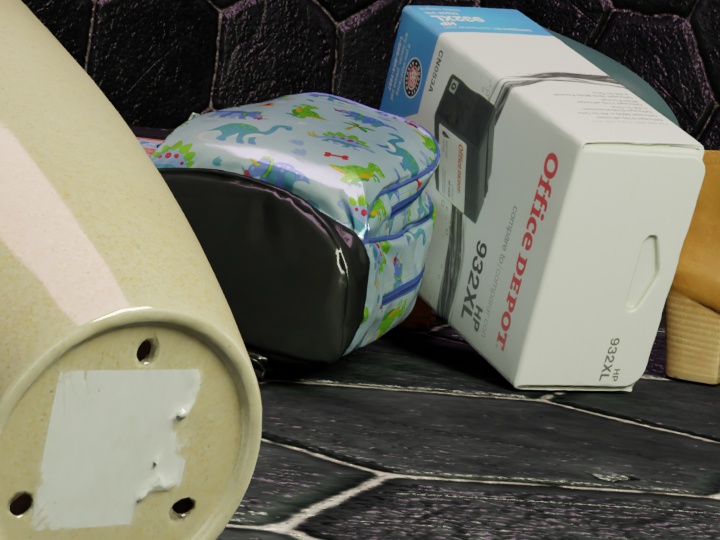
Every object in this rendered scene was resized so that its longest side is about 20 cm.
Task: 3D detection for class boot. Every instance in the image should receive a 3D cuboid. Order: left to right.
[{"bbox_3d":[0.267,0.000,1.468,0.200,0.145,0.071,8,6,16],"label":"boot"}]

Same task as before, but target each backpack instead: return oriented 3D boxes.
[{"bbox_3d":[-0.035,-0.021,1.376,0.163,0.154,0.200,14,0,23],"label":"backpack"}]

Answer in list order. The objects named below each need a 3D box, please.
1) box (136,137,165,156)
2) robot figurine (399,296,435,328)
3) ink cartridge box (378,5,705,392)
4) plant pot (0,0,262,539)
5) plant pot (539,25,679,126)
[{"bbox_3d":[-0.130,-0.024,1.513,0.095,0.100,0.200,7,5,10],"label":"box"},{"bbox_3d":[0.000,0.000,1.627,0.144,0.059,0.200,9,5,0],"label":"robot figurine"},{"bbox_3d":[0.087,-0.043,1.434,0.083,0.146,0.200,1,25,-30],"label":"ink cartridge box"},{"bbox_3d":[-0.121,0.016,0.795,0.187,0.188,0.200,2,20,-36],"label":"plant pot"},{"bbox_3d":[0.175,-0.097,2.220,0.160,0.201,0.201,16,2,-17],"label":"plant pot"}]
